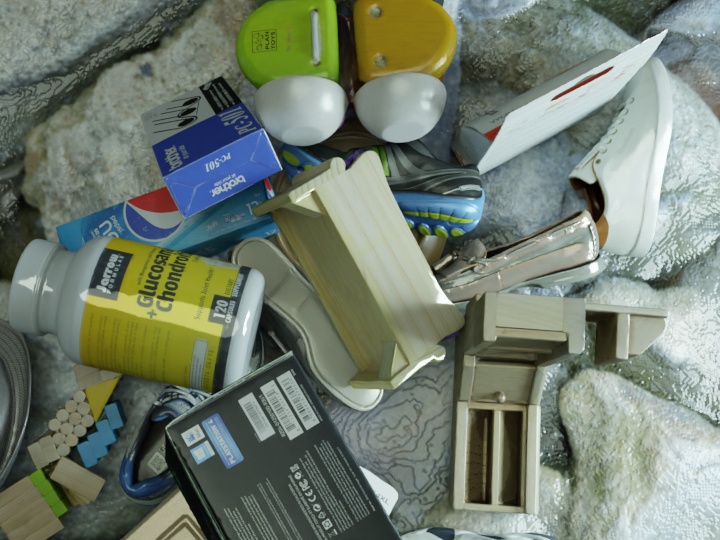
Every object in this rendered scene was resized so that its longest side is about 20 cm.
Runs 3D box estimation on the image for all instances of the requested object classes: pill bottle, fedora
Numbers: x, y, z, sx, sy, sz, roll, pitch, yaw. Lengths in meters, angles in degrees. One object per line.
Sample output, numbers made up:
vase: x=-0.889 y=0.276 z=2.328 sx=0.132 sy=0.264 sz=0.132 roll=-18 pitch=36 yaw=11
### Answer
pill bottle: x=-0.188 y=0.034 z=0.781 sx=0.198 sy=0.112 sz=0.113 roll=12 pitch=79 yaw=-3
fedora: x=-0.387 y=0.127 z=0.804 sx=0.175 sy=0.090 sz=0.202 roll=4 pitch=75 yaw=23

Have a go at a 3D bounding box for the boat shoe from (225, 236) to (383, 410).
boat shoe: x=-0.053 y=0.051 z=0.870 sx=0.067 sy=0.057 sz=0.200 roll=-42 pitch=94 yaw=-20

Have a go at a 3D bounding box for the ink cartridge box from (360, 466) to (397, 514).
ink cartridge box: x=-0.066 y=0.248 z=0.795 sx=0.128 sy=0.125 sz=0.201 roll=31 pitch=81 yaw=5

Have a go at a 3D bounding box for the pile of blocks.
pile of blocks: x=-0.262 y=0.162 z=0.845 sx=0.082 sy=0.062 sz=0.201 roll=32 pitch=89 yaw=-5

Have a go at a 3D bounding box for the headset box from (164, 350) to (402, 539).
headset box: x=-0.053 y=0.168 z=0.613 sx=0.092 sy=0.200 sz=0.175 roll=-28 pitch=82 yaw=-18

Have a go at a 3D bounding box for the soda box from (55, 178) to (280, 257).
soda box: x=-0.177 y=-0.040 z=0.863 sx=0.199 sy=0.068 sz=0.065 roll=-20 pitch=80 yaw=4

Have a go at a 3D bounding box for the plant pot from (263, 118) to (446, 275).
plant pot: x=-0.009 y=-0.059 z=0.903 sx=0.198 sy=0.027 sz=0.202 roll=0 pitch=79 yaw=-1

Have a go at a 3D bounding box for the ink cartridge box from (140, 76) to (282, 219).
ink cartridge box: x=-0.142 y=-0.119 z=0.834 sx=0.093 sy=0.200 sz=0.044 roll=-27 pitch=120 yaw=-5

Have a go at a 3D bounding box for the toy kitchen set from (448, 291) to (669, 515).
toy kitchen set: x=0.169 y=0.121 z=0.783 sx=0.162 sy=0.200 sz=0.182 roll=4 pitch=79 yaw=1

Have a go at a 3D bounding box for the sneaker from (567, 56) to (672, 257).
sneaker: x=0.252 y=-0.118 z=0.893 sx=0.084 sy=0.073 sz=0.202 roll=9 pitch=81 yaw=-1

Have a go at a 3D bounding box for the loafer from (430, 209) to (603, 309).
loafer: x=0.128 y=-0.010 z=0.864 sx=0.198 sy=0.072 sz=0.063 roll=-12 pitch=106 yaw=-2

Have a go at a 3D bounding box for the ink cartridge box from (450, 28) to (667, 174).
ink cartridge box: x=0.171 y=-0.161 z=0.836 sx=0.161 sy=0.200 sz=0.050 roll=-28 pitch=81 yaw=-6

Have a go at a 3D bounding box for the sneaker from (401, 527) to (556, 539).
sneaker: x=0.095 y=0.269 z=0.791 sx=0.197 sy=0.130 sz=0.080 roll=3 pitch=78 yaw=0

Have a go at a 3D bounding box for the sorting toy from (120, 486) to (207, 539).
sorting toy: x=-0.088 y=0.245 z=0.717 sx=0.200 sy=0.036 sz=0.185 roll=-42 pitch=82 yaw=-4

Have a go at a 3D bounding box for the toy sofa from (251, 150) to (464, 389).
toy sofa: x=0.000 y=0.000 z=0.813 sx=0.097 sy=0.083 sz=0.201 roll=-34 pitch=101 yaw=-28

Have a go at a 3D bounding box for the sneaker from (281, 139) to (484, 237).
sneaker: x=0.021 y=-0.089 z=0.869 sx=0.198 sy=0.071 sz=0.083 roll=13 pitch=60 yaw=3

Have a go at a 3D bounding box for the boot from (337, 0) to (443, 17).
boot: x=0.013 y=-0.319 z=0.930 sx=0.161 sy=0.073 sz=0.200 roll=11 pitch=84 yaw=1

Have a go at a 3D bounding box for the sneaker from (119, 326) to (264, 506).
sneaker: x=-0.153 y=0.128 z=0.837 sx=0.077 sy=0.085 sz=0.201 roll=30 pitch=80 yaw=5

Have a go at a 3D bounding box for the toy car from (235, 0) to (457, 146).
toy car: x=-0.014 y=-0.192 z=0.848 sx=0.198 sy=0.150 sz=0.177 roll=-3 pitch=74 yaw=-3
